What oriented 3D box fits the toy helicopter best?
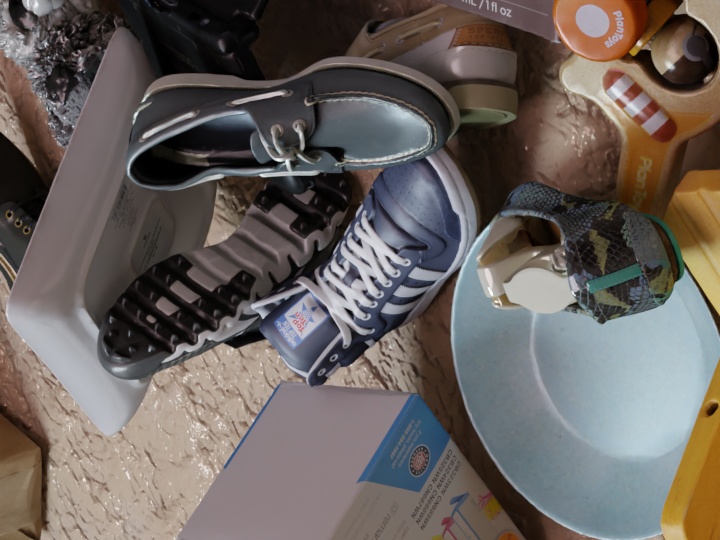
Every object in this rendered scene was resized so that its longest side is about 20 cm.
[{"bbox_3d":[0.163,-0.074,1.294,0.131,0.079,0.201,19,127,16],"label":"toy helicopter"}]

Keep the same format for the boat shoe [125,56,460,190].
[{"bbox_3d":[-0.041,-0.072,1.398,0.199,0.062,0.073,1,132,26],"label":"boat shoe"}]

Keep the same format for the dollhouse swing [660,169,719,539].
[{"bbox_3d":[0.222,0.072,1.219,0.176,0.183,0.199,38,157,-34],"label":"dollhouse swing"}]

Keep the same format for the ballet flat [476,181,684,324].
[{"bbox_3d":[0.096,-0.006,1.308,0.075,0.074,0.200,71,164,-5],"label":"ballet flat"}]

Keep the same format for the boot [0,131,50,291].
[{"bbox_3d":[-0.219,-0.039,1.775,0.201,0.077,0.138,55,152,-6],"label":"boot"}]

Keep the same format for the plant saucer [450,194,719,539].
[{"bbox_3d":[0.137,0.052,1.422,0.200,0.039,0.202,17,115,41],"label":"plant saucer"}]

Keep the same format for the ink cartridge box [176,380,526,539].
[{"bbox_3d":[0.012,0.183,1.528,0.125,0.129,0.200,1,138,45],"label":"ink cartridge box"}]

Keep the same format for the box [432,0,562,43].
[{"bbox_3d":[0.093,-0.230,1.314,0.100,0.075,0.201,23,123,42],"label":"box"}]

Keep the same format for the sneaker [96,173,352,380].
[{"bbox_3d":[-0.080,0.019,1.560,0.066,0.200,0.091,34,147,27],"label":"sneaker"}]

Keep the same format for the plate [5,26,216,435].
[{"bbox_3d":[-0.142,-0.019,1.568,0.032,0.201,0.200,12,158,20],"label":"plate"}]

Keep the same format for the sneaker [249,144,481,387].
[{"bbox_3d":[0.000,0.000,1.477,0.070,0.108,0.200,52,155,15],"label":"sneaker"}]

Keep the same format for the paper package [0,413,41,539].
[{"bbox_3d":[-0.376,0.159,1.978,0.200,0.190,0.104,33,127,35],"label":"paper package"}]

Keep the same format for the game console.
[{"bbox_3d":[-0.067,-0.168,1.519,0.200,0.116,0.177,37,158,57],"label":"game console"}]

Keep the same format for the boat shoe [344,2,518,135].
[{"bbox_3d":[0.027,-0.112,1.463,0.199,0.074,0.069,-8,80,55],"label":"boat shoe"}]

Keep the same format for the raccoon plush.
[{"bbox_3d":[-0.195,-0.110,1.712,0.134,0.096,0.201,34,133,45],"label":"raccoon plush"}]
